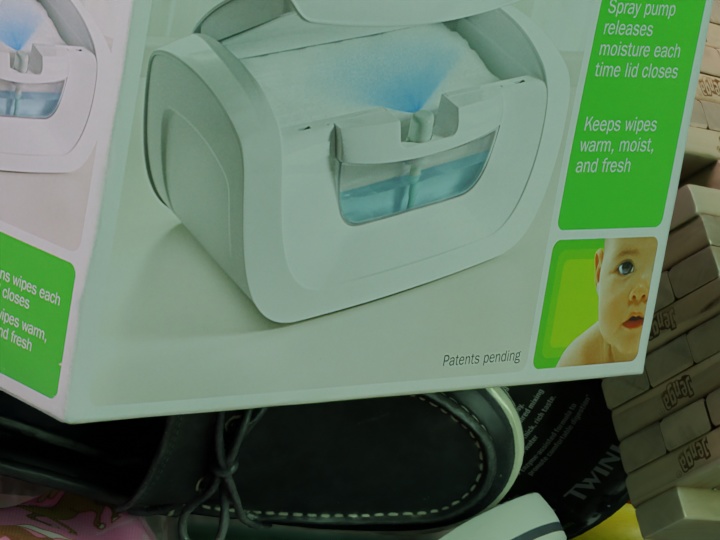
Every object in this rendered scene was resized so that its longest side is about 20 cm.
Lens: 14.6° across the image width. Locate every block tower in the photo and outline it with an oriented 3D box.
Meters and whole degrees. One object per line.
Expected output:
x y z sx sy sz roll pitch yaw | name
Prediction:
0.093 -0.021 0.842 0.054 0.058 0.201 8 60 -43 | block tower

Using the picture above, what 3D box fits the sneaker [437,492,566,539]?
-0.010 0.143 0.774 0.200 0.078 0.079 -34 79 -19 | sneaker

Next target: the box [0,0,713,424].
-0.011 -0.065 0.693 0.200 0.097 0.177 -1 107 -45 | box

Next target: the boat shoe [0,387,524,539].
-0.047 0.038 0.769 0.199 0.075 0.062 17 23 -18 | boat shoe

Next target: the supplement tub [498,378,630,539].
0.000 0.000 0.871 0.200 0.122 0.123 27 58 -33 | supplement tub

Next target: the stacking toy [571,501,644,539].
0.085 0.110 0.942 0.085 0.085 0.201 31 53 -31 | stacking toy

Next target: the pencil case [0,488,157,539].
-0.142 0.097 0.735 0.200 0.083 0.087 4 63 -41 | pencil case
